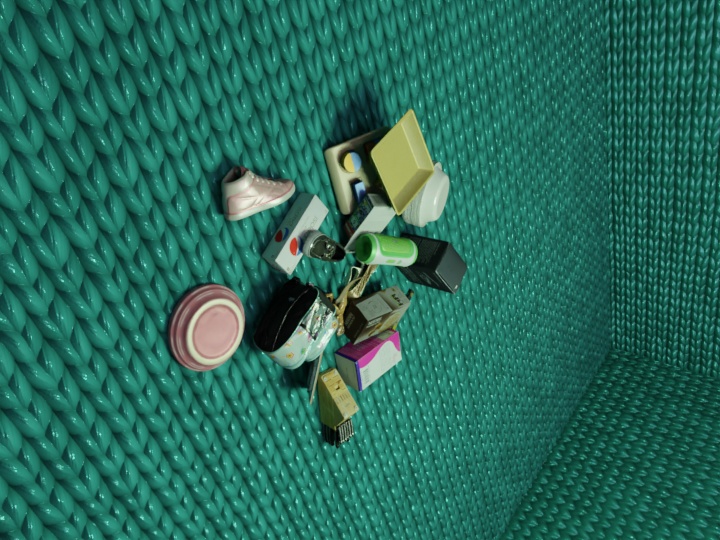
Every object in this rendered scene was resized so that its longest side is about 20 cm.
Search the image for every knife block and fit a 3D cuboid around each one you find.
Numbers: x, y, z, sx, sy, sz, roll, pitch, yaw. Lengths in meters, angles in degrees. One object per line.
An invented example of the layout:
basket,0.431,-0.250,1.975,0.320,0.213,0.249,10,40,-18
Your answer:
knife block,-0.086,0.419,1.611,0.063,0.176,0.203,-19,70,-42

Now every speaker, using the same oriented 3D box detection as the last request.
speaker,0.077,-0.057,1.552,0.196,0.087,0.092,3,99,-45

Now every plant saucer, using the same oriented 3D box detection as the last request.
plant saucer,-0.344,0.136,1.246,0.197,0.050,0.208,-16,112,-44
plant saucer,0.104,-0.290,1.449,0.201,0.048,0.203,-49,129,-28

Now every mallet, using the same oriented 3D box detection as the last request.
mallet,0.133,0.158,1.792,0.202,0.040,0.067,-55,133,-28

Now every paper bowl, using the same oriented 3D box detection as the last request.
paper bowl,0.208,-0.236,1.666,0.202,0.101,0.205,-54,154,-43

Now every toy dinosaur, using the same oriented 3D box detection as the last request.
toy dinosaur,-0.058,0.086,1.516,0.103,0.061,0.205,0,121,-31

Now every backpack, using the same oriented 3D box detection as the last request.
backpack,-0.165,0.144,1.354,0.201,0.173,0.155,-50,128,-19

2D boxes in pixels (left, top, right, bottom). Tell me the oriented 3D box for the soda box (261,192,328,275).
soda box,-0.165,-0.096,1.371,0.068,0.062,0.204,46,66,-44

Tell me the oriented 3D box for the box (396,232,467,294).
box,0.216,-0.024,1.708,0.148,0.196,0.106,44,70,-44

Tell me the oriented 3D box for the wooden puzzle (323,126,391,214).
wooden puzzle,0.016,-0.267,1.464,0.194,0.046,0.190,-21,116,-9

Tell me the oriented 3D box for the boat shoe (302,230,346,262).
boat shoe,-0.090,-0.058,1.413,0.070,0.055,0.199,-66,163,6

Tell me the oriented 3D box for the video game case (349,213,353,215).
video game case,0.051,-0.230,1.552,0.141,0.017,0.203,27,101,-46

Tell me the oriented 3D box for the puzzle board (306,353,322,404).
puzzle board,-0.120,0.242,1.472,0.017,0.151,0.207,12,92,-7

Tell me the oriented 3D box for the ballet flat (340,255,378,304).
ballet flat,0.000,0.000,1.586,0.072,0.067,0.203,39,76,-34

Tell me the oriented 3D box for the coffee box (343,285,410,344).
coffee box,0.044,0.130,1.616,0.197,0.080,0.116,-17,147,-44

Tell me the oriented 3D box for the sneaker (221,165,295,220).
sneaker,-0.237,-0.200,1.252,0.197,0.074,0.108,-30,126,-34

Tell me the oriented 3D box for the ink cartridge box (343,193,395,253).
ink cartridge box,0.015,-0.130,1.523,0.107,0.051,0.201,-6,147,-42

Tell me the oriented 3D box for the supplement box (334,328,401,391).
supplement box,0.027,0.262,1.651,0.197,0.102,0.105,-28,119,-38
